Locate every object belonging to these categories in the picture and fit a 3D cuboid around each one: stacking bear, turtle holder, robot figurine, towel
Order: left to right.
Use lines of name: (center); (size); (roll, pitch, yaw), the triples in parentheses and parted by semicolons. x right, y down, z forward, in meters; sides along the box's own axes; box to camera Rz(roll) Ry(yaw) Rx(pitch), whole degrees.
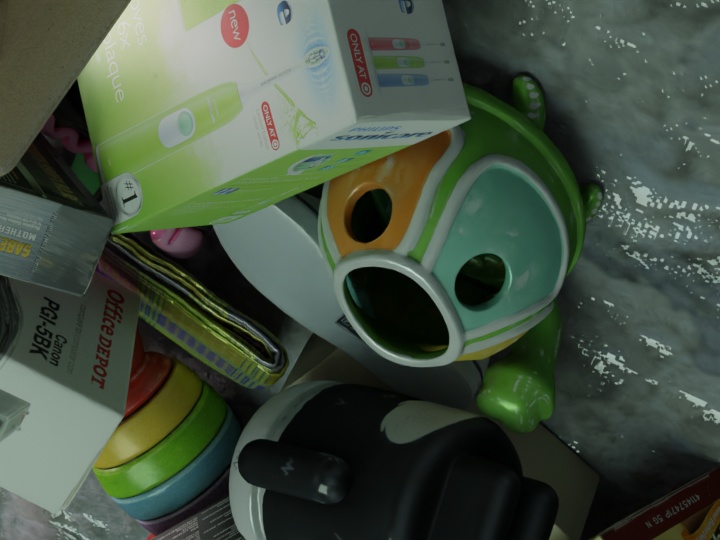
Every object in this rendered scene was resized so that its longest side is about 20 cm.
stacking bear: (-0.155, 0.106, 1.207); (0.113, 0.122, 0.200); (-20, 115, 37)
towel: (-0.111, 0.028, 1.099); (0.143, 0.023, 0.200); (35, 169, -1)
robot figurine: (0.014, 0.135, 0.990); (0.199, 0.125, 0.151); (11, 130, 40)
turtle holder: (0.047, -0.006, 0.936); (0.140, 0.132, 0.186); (15, 138, 19)

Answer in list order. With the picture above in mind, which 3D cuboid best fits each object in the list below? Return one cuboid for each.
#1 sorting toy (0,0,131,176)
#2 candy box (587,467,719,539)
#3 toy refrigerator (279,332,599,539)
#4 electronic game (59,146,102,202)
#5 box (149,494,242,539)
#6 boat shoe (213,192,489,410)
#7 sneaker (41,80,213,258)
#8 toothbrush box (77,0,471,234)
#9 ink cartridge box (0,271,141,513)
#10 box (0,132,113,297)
sorting toy: (-0.204, -0.140, 0.844); (0.199, 0.186, 0.037); (20, 157, 27)
candy box: (0.150, 0.204, 1.096); (0.055, 0.115, 0.200); (60, 142, 13)
toy refrigerator: (0.053, 0.105, 1.101); (0.200, 0.070, 0.076); (40, 133, -11)
electronic game: (-0.238, -0.112, 1.082); (0.199, 0.042, 0.201); (18, 139, 16)
box: (-0.038, 0.215, 1.187); (0.199, 0.048, 0.193); (-30, 135, 15)
boat shoe: (0.000, 0.000, 1.021); (0.200, 0.070, 0.071); (38, 139, -9)
sneaker: (-0.130, -0.099, 0.992); (0.095, 0.079, 0.200); (-34, 126, 14)
toothbrush box: (-0.055, -0.115, 0.872); (0.200, 0.086, 0.146); (-19, 82, 44)
ink cartridge box: (-0.233, 0.031, 0.986); (0.199, 0.147, 0.083); (30, 112, -18)
box: (-0.240, -0.062, 0.934); (0.158, 0.049, 0.200); (17, -166, -32)
